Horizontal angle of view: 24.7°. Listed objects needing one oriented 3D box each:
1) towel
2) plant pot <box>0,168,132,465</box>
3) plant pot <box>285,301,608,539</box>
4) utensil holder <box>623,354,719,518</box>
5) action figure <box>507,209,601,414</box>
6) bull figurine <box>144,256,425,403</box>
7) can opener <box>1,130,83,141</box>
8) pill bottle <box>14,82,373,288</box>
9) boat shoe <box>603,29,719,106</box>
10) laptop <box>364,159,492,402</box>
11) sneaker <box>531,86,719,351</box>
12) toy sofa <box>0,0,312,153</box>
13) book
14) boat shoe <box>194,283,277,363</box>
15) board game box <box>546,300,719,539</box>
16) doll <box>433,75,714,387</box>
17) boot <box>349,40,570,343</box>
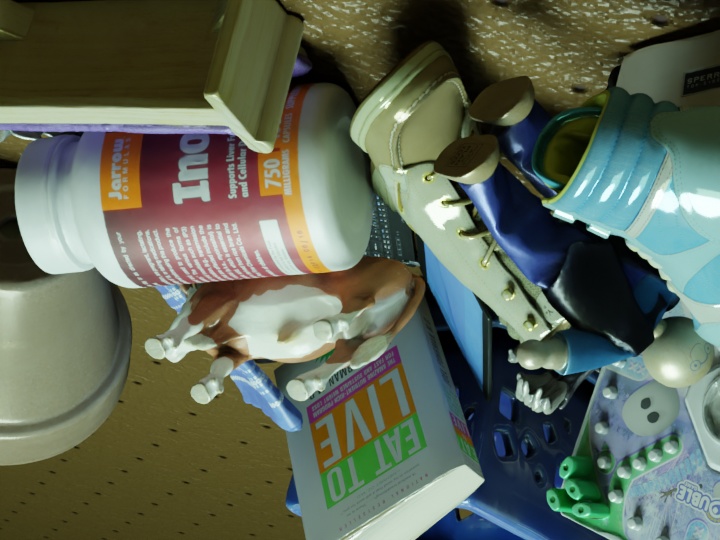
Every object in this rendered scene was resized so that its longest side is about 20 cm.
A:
[{"bbox_3d":[-0.123,0.036,1.210,0.200,0.024,0.145,49,173,-15],"label":"towel"},{"bbox_3d":[-0.267,0.020,1.243,0.200,0.201,0.175,14,142,-3],"label":"plant pot"},{"bbox_3d":[0.086,0.132,1.297,0.200,0.180,0.200,-8,152,43],"label":"plant pot"},{"bbox_3d":[0.285,0.074,1.001,0.170,0.170,0.200,-7,165,43],"label":"utensil holder"},{"bbox_3d":[0.125,0.024,1.094,0.119,0.102,0.200,55,162,17],"label":"action figure"},{"bbox_3d":[-0.060,0.033,1.027,0.200,0.121,0.065,-11,112,27],"label":"bull figurine"},{"bbox_3d":[-0.227,-0.120,1.041,0.200,0.053,0.067,23,125,-23],"label":"can opener"},{"bbox_3d":[-0.101,-0.048,0.996,0.199,0.113,0.113,-6,155,15],"label":"pill bottle"},{"bbox_3d":[0.222,-0.084,0.830,0.093,0.075,0.200,23,166,-36],"label":"boat shoe"},{"bbox_3d":[0.000,0.000,1.117,0.199,0.104,0.177,10,159,8],"label":"laptop"},{"bbox_3d":[0.151,-0.029,0.823,0.130,0.080,0.200,15,154,15],"label":"sneaker"},{"bbox_3d":[-0.133,-0.110,0.941,0.199,0.083,0.098,3,156,25],"label":"toy sofa"},{"bbox_3d":[0.011,0.112,1.205,0.134,0.200,0.048,-37,127,16],"label":"book"},{"bbox_3d":[-0.069,0.005,1.161,0.065,0.075,0.202,-3,147,15],"label":"boat shoe"},{"bbox_3d":[0.208,0.077,0.916,0.026,0.201,0.200,13,-173,-45],"label":"board game box"},{"bbox_3d":[0.120,-0.005,0.877,0.200,0.137,0.048,44,154,-26],"label":"doll"},{"bbox_3d":[0.070,-0.035,0.925,0.155,0.072,0.200,48,172,16],"label":"boot"}]
